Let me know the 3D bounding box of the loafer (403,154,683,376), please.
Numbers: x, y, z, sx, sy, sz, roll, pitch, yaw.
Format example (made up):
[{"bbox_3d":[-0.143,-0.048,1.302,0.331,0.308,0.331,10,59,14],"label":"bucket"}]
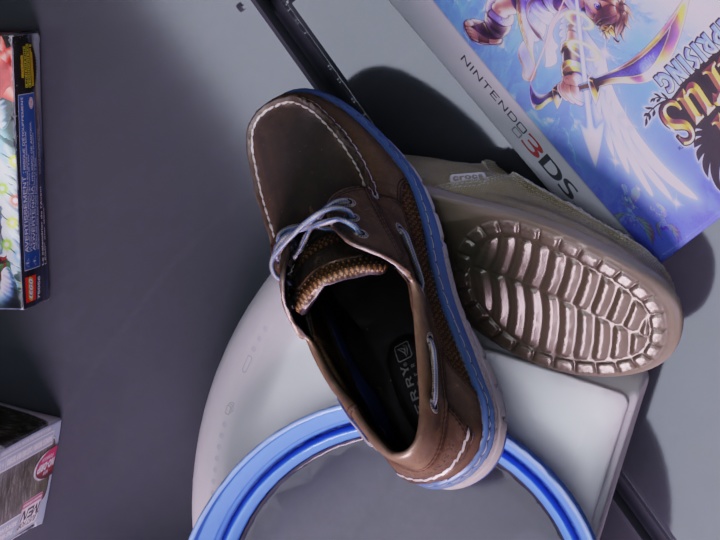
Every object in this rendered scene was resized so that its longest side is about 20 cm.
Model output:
[{"bbox_3d":[0.061,-0.015,1.140,0.200,0.068,0.076,22,126,18],"label":"loafer"}]

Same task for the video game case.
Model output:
[{"bbox_3d":[0.118,-0.107,1.075,0.181,0.045,0.200,49,148,2],"label":"video game case"}]

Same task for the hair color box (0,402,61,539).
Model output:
[{"bbox_3d":[-0.262,0.086,1.231,0.199,0.099,0.061,14,101,11],"label":"hair color box"}]

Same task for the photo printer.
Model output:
[{"bbox_3d":[0.020,0.094,1.177,0.200,0.069,0.167,19,103,10],"label":"photo printer"}]

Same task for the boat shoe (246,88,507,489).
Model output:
[{"bbox_3d":[0.000,0.000,1.075,0.072,0.072,0.200,-36,68,16],"label":"boat shoe"}]

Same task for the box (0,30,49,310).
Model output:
[{"bbox_3d":[-0.258,-0.051,1.240,0.199,0.040,0.137,0,98,14],"label":"box"}]

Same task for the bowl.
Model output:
[{"bbox_3d":[0.016,0.158,1.118,0.200,0.039,0.201,0,89,11],"label":"bowl"}]
